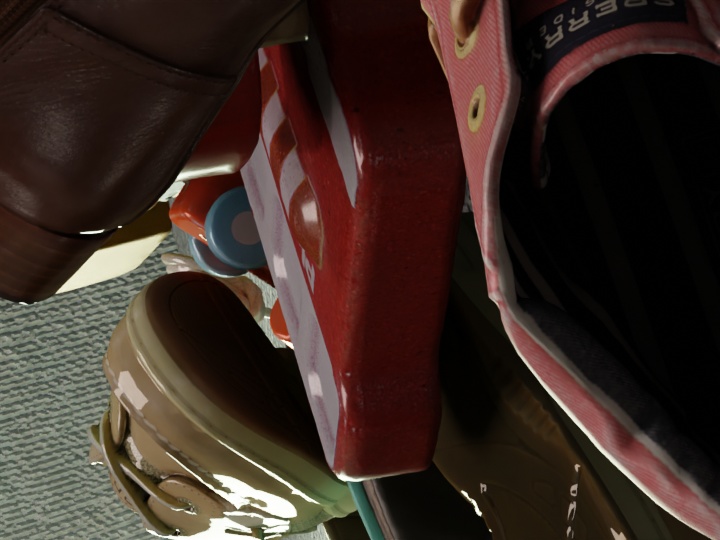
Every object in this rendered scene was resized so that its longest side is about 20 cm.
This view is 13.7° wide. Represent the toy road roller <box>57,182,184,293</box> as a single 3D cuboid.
[{"bbox_3d":[-0.061,-0.074,0.970,0.200,0.146,0.123,147,108,-72],"label":"toy road roller"}]

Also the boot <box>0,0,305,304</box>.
[{"bbox_3d":[-0.065,-0.109,0.561,0.186,0.200,0.064,34,-151,-22],"label":"boot"}]

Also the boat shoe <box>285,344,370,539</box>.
[{"bbox_3d":[0.008,0.029,1.098,0.066,0.072,0.201,-99,-2,-50],"label":"boat shoe"}]

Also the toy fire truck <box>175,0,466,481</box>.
[{"bbox_3d":[-0.017,-0.068,0.730,0.168,0.112,0.200,99,156,-56],"label":"toy fire truck"}]

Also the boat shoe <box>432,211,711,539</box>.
[{"bbox_3d":[0.066,0.056,0.741,0.201,0.063,0.073,-122,32,-44],"label":"boat shoe"}]

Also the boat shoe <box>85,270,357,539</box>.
[{"bbox_3d":[-0.043,0.052,0.876,0.072,0.065,0.200,56,-177,13],"label":"boat shoe"}]

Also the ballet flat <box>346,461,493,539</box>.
[{"bbox_3d":[0.057,0.113,0.865,0.068,0.068,0.200,-75,-34,-67],"label":"ballet flat"}]

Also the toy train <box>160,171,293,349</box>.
[{"bbox_3d":[0.000,0.000,0.902,0.150,0.056,0.200,32,174,-2],"label":"toy train"}]

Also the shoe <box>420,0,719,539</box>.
[{"bbox_3d":[0.041,-0.052,0.481,0.091,0.071,0.200,-35,-77,-80],"label":"shoe"}]
